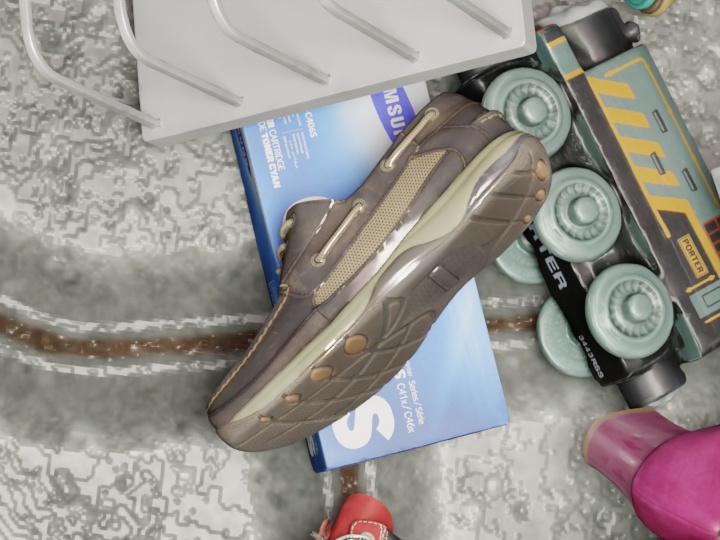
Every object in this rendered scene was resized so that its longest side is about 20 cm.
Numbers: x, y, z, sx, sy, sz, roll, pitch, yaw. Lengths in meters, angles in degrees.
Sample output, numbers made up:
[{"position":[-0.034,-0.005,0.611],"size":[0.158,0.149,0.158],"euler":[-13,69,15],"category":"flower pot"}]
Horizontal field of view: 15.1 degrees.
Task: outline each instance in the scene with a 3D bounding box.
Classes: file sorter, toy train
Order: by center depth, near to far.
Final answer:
[{"position":[-0.042,-0.156,1.224],"size":[0.199,0.124,0.139],"euler":[-12,74,24],"category":"file sorter"},{"position":[0.121,-0.035,1.325],"size":[0.114,0.085,0.201],"euler":[-27,88,-24],"category":"toy train"}]

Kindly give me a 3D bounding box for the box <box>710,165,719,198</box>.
[{"position":[0.287,0.007,1.262],"size":[0.199,0.097,0.177],"euler":[-14,86,-23],"category":"box"}]

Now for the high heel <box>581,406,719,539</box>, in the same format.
[{"position":[0.208,0.092,1.296],"size":[0.199,0.096,0.068],"euler":[-13,121,-29],"category":"high heel"}]

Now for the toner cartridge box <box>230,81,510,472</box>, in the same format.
[{"position":[0.001,-0.011,1.315],"size":[0.095,0.043,0.201],"euler":[-14,87,-11],"category":"toner cartridge box"}]

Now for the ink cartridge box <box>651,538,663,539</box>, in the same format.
[{"position":[0.152,0.228,1.267],"size":[0.147,0.145,0.201],"euler":[-7,88,-11],"category":"ink cartridge box"}]

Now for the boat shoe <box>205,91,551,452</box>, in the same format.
[{"position":[0.000,0.000,1.264],"size":[0.200,0.075,0.073],"euler":[-44,64,-1],"category":"boat shoe"}]

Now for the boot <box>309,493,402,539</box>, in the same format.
[{"position":[-0.034,0.168,1.233],"size":[0.072,0.200,0.145],"euler":[3,81,30],"category":"boot"}]

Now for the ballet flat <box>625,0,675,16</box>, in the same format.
[{"position":[0.149,-0.228,1.354],"size":[0.063,0.069,0.201],"euler":[-9,87,-25],"category":"ballet flat"}]
